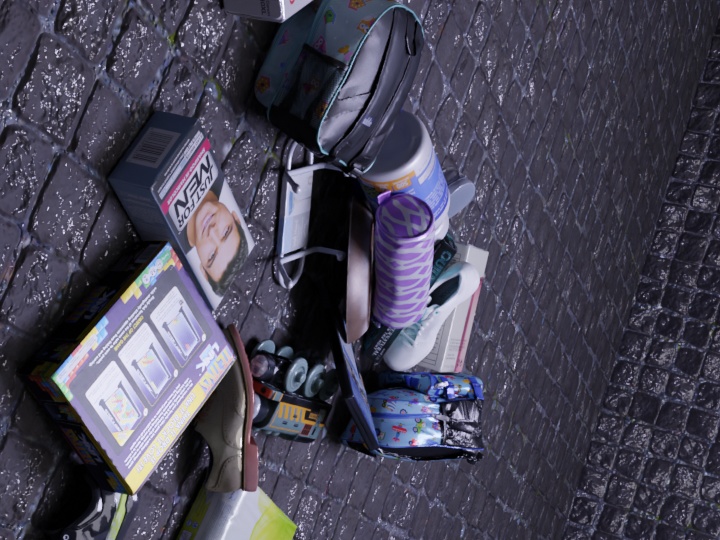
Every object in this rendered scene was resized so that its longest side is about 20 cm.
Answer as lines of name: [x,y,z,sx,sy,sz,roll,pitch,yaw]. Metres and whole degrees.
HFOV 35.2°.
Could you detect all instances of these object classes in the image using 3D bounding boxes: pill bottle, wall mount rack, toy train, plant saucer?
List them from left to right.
toy train: [-0.097,0.163,1.489,0.116,0.084,0.200,-65,154,-1]
wall mount rack: [-0.071,-0.063,1.428,0.173,0.073,0.204,-25,124,-61]
plant saucer: [0.000,0.000,1.560,0.200,0.031,0.205,3,90,-88]
pill bottle: [0.060,-0.114,1.547,0.113,0.110,0.201,-64,150,-24]

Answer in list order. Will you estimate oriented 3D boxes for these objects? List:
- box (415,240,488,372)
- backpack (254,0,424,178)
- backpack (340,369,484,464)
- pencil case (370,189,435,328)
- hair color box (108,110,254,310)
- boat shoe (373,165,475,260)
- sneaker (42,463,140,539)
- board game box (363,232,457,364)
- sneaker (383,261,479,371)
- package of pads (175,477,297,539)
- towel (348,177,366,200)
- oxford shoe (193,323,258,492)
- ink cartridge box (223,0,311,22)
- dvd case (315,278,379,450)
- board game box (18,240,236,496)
box: [0.111,0.049,1.798,0.109,0.126,0.204,12,92,-65]
backpack: [-0.019,-0.238,1.351,0.202,0.153,0.175,-56,154,6]
backpack: [0.072,0.223,1.746,0.197,0.182,0.137,5,86,-30]
pencil case: [0.054,-0.011,1.514,0.083,0.086,0.202,-24,145,-23]
hair color box: [-0.186,-0.061,1.213,0.100,0.060,0.201,-61,151,-30]
boat shoe: [0.072,-0.097,1.713,0.201,0.086,0.075,-36,147,-12]
sneaker: [-0.300,0.287,1.171,0.082,0.071,0.203,29,74,-39]
board game box: [0.071,0.033,1.669,0.201,0.028,0.135,-55,-174,10]
sneaker: [0.094,0.067,1.693,0.201,0.075,0.088,-53,168,12]
package of pads: [-0.162,0.356,1.459,0.156,0.067,0.201,-65,153,-21]
towel: [0.015,-0.209,1.563,0.149,0.049,0.201,-64,152,-26]
oxford shoe: [-0.164,0.167,1.362,0.071,0.072,0.204,163,-78,-78]
ink cartridge box: [-0.075,-0.382,1.253,0.200,0.083,0.147,-49,143,-46]
dvd case: [-0.019,0.128,1.558,0.144,0.017,0.202,67,7,-51]
board game box: [-0.230,0.096,1.160,0.201,0.056,0.167,-54,131,-38]
